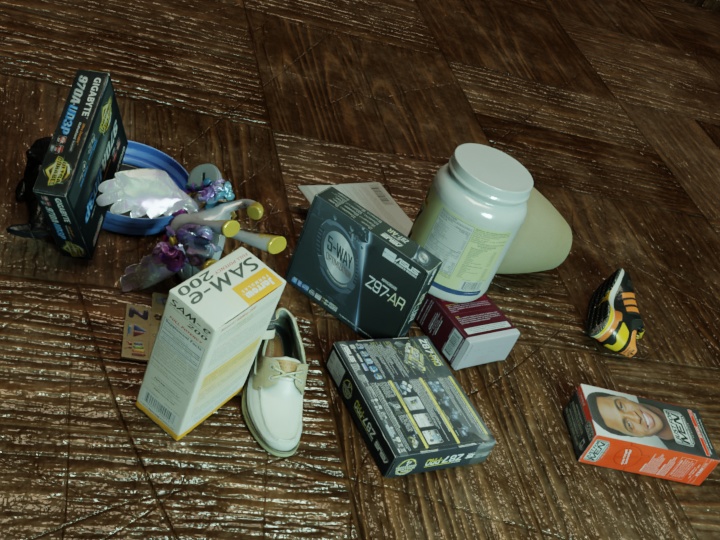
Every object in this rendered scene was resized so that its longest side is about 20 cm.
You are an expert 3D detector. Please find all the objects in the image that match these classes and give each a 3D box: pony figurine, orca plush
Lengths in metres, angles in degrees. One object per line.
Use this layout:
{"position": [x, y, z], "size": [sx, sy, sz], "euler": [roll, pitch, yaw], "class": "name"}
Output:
{"position": [-0.225, -0.056, 1.269], "size": [0.193, 0.167, 0.200], "euler": [-22, 31, -33], "class": "pony figurine"}
{"position": [-0.450, -0.130, 1.323], "size": [0.105, 0.071, 0.200], "euler": [-9, 45, 19], "class": "orca plush"}

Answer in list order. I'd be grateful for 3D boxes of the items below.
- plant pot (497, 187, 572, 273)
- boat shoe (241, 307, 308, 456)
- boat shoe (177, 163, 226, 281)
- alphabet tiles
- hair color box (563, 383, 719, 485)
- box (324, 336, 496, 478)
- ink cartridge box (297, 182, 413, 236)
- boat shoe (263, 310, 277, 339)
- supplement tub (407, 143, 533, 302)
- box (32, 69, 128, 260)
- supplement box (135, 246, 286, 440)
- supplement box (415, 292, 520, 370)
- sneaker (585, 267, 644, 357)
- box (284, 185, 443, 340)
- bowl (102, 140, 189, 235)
{"position": [0.257, -0.069, 1.624], "size": [0.200, 0.187, 0.188], "euler": [17, 32, -35], "class": "plant pot"}
{"position": [-0.105, 0.134, 1.205], "size": [0.075, 0.068, 0.200], "euler": [11, 43, -26], "class": "boat shoe"}
{"position": [-0.220, -0.059, 1.397], "size": [0.073, 0.067, 0.201], "euler": [-2, 59, 13], "class": "boat shoe"}
{"position": [-0.209, 0.095, 1.259], "size": [0.199, 0.006, 0.167], "euler": [11, 36, -18], "class": "alphabet tiles"}
{"position": [0.401, 0.236, 1.384], "size": [0.199, 0.061, 0.102], "euler": [13, 37, -15], "class": "hair color box"}
{"position": [0.063, 0.173, 1.279], "size": [0.161, 0.049, 0.200], "euler": [-4, 43, -31], "class": "box"}
{"position": [0.008, -0.066, 1.568], "size": [0.173, 0.044, 0.200], "euler": [-7, 45, -36], "class": "ink cartridge box"}
{"position": [-0.171, 0.034, 1.248], "size": [0.072, 0.063, 0.200], "euler": [0, 13, -38], "class": "boat shoe"}
{"position": [0.156, -0.069, 1.414], "size": [0.144, 0.200, 0.145], "euler": [16, 34, -11], "class": "supplement tub"}
{"position": [-0.367, -0.139, 1.280], "size": [0.046, 0.159, 0.201], "euler": [8, 60, 1], "class": "box"}
{"position": [-0.176, 0.085, 1.113], "size": [0.073, 0.200, 0.126], "euler": [37, 40, 14], "class": "supplement box"}
{"position": [0.137, 0.055, 1.468], "size": [0.109, 0.061, 0.200], "euler": [-6, 45, -37], "class": "supplement box"}
{"position": [0.439, 0.075, 1.625], "size": [0.090, 0.070, 0.200], "euler": [40, 35, -3], "class": "sneaker"}
{"position": [0.000, 0.000, 1.373], "size": [0.200, 0.161, 0.044], "euler": [35, 36, 15], "class": "box"}
{"position": [-0.349, -0.124, 1.437], "size": [0.200, 0.039, 0.201], "euler": [16, 35, -11], "class": "bowl"}
